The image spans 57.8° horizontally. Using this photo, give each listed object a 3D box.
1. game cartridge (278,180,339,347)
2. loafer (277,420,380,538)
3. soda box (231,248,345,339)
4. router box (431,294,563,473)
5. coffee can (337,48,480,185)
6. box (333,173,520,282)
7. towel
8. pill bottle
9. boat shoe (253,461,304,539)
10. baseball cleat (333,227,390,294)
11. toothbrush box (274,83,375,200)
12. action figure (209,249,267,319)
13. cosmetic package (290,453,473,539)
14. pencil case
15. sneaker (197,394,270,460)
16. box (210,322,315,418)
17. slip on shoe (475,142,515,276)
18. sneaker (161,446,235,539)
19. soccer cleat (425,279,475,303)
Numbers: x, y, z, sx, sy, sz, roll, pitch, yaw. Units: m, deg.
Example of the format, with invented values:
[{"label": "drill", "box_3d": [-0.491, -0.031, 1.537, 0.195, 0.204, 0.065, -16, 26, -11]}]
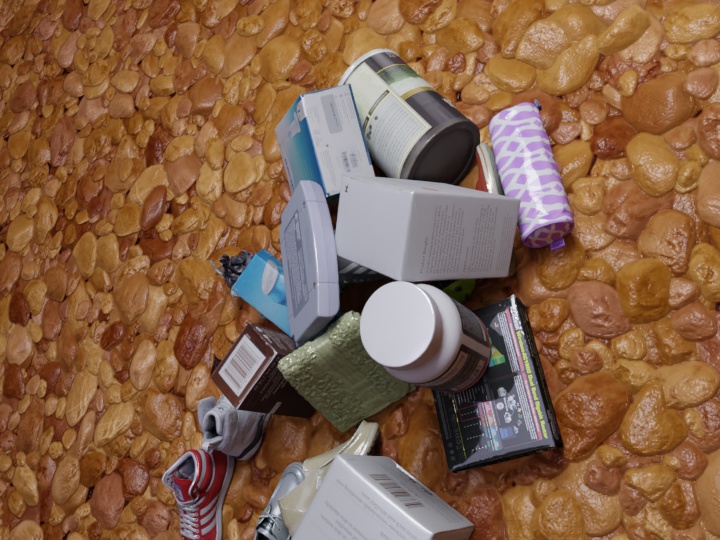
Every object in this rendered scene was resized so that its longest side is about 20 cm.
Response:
[{"label": "game cartridge", "box_3d": [-0.072, -0.012, 0.904, 0.134, 0.039, 0.205, 129, 137, -57]}, {"label": "loafer", "box_3d": [-0.049, 0.292, 0.946, 0.068, 0.076, 0.201, 39, 82, 14]}, {"label": "soda box", "box_3d": [-0.095, 0.058, 0.993, 0.198, 0.064, 0.068, 39, 100, -4]}, {"label": "router box", "box_3d": [0.174, 0.155, 0.888, 0.147, 0.062, 0.206, -20, 68, 24]}, {"label": "coffee can", "box_3d": [0.067, -0.221, 1.001, 0.147, 0.146, 0.201, -45, 60, 10]}, {"label": "box", "box_3d": [0.086, -0.057, 0.860, 0.151, 0.196, 0.110, 23, 109, 51]}, {"label": "towel", "box_3d": [-0.014, 0.148, 0.920, 0.147, 0.200, 0.037, -34, 42, 9]}, {"label": "pill bottle", "box_3d": [0.083, 0.083, 0.804, 0.113, 0.199, 0.120, -8, 72, 25]}, {"label": "boat shoe", "box_3d": [-0.124, 0.393, 0.981, 0.068, 0.071, 0.207, 11, 82, 30]}, {"label": "baseball cleat", "box_3d": [0.000, 0.000, 0.986, 0.195, 0.070, 0.109, 21, 103, 12]}, {"label": "toothbrush box", "box_3d": [-0.060, -0.179, 1.006, 0.083, 0.199, 0.151, -16, 92, -19]}, {"label": "action figure", "box_3d": [-0.164, 0.019, 1.082, 0.194, 0.119, 0.105, -1, 70, 22]}, {"label": "cosmetic package", "box_3d": [0.015, 0.376, 0.855, 0.165, 0.166, 0.203, 30, 90, 31]}, {"label": "pencil case", "box_3d": [0.239, -0.134, 0.920, 0.082, 0.085, 0.206, -16, 68, 19]}, {"label": "sneaker", "box_3d": [-0.190, 0.201, 1.044, 0.073, 0.114, 0.205, 14, 83, 30]}, {"label": "box", "box_3d": [-0.118, 0.154, 0.969, 0.075, 0.199, 0.101, 39, 96, 29]}, {"label": "slip on shoe", "box_3d": [0.183, -0.088, 0.949, 0.060, 0.074, 0.206, -10, 76, 28]}, {"label": "sneaker", "box_3d": [-0.269, 0.382, 1.039, 0.069, 0.112, 0.206, 4, 78, 29]}, {"label": "soccer cleat", "box_3d": [0.079, 0.049, 0.972, 0.198, 0.067, 0.082, -34, 50, 17]}]
